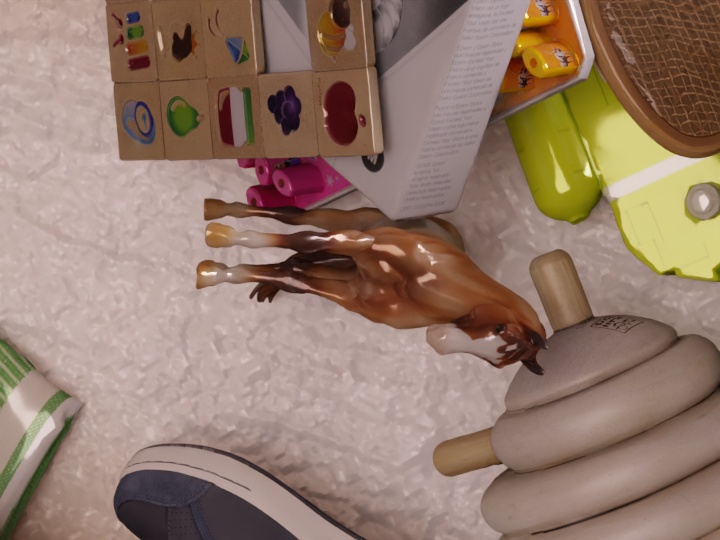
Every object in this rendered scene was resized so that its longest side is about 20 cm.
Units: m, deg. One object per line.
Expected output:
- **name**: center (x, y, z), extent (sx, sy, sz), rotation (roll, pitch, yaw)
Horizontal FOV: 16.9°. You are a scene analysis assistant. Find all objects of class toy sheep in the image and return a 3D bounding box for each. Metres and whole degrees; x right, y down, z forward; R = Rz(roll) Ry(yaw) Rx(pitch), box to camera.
- **toy sheep**: center (0.106, 0.088, 0.951), extent (0.137, 0.138, 0.201), rotation (-24, 95, 19)

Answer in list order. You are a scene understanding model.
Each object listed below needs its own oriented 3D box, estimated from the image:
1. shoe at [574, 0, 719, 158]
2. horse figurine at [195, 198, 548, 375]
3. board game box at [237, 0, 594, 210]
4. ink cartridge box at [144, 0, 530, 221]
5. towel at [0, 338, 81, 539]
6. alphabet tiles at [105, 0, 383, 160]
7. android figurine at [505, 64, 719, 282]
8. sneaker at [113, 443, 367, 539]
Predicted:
- **shoe**: center (0.106, -0.137, 0.959), extent (0.070, 0.053, 0.201), rotation (-20, 81, 0)
- **horse figurine**: center (0.000, 0.000, 0.974), extent (0.132, 0.200, 0.050), rotation (8, 93, -5)
- **board game box**: center (-0.007, -0.142, 1.002), extent (0.200, 0.026, 0.201), rotation (-23, 81, 47)
- **ink cartridge box**: center (-0.006, -0.155, 0.948), extent (0.199, 0.040, 0.201), rotation (42, 126, 34)
- **towel**: center (-0.240, 0.069, 1.141), extent (0.200, 0.023, 0.153), rotation (34, 101, 19)
- **alphabet tiles**: center (-0.055, -0.145, 0.969), extent (0.167, 0.008, 0.201), rotation (2, 98, 49)
- **android figurine**: center (0.146, -0.078, 0.983), extent (0.181, 0.041, 0.201), rotation (-22, 80, 19)
- **sneaker**: center (-0.061, 0.161, 0.996), extent (0.202, 0.077, 0.146), rotation (25, 59, 35)
